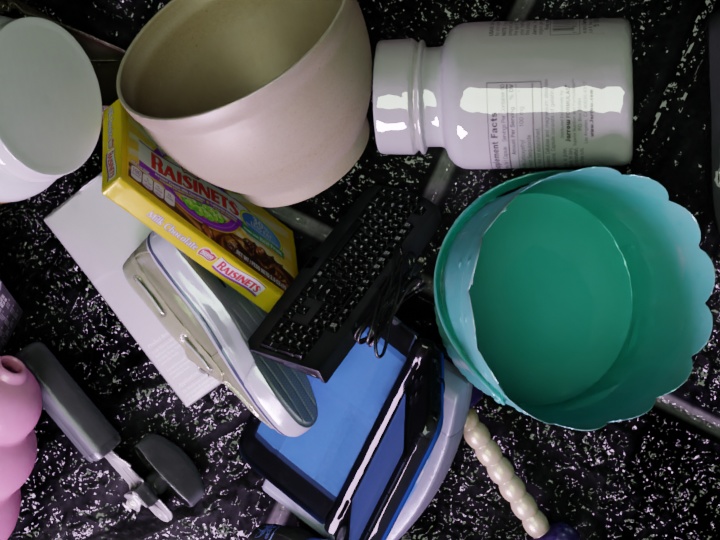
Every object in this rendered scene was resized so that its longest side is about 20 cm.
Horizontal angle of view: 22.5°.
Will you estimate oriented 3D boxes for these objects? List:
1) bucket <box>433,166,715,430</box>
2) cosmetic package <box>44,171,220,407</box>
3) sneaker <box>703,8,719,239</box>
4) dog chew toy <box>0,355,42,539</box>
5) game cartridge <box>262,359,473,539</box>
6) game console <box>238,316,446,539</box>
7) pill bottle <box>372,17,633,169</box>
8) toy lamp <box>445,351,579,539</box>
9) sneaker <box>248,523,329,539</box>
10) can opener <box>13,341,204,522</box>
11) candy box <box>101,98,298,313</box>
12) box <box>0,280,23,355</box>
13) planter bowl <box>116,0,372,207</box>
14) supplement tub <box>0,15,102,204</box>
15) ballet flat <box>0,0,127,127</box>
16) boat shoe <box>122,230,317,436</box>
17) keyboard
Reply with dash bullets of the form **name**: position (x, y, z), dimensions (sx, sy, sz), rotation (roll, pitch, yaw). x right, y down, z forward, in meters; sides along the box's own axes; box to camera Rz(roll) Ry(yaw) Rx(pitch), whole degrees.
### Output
- **bucket**: position (0.157, 0.020, 1.404), dimensions (0.205, 0.135, 0.210), rotation (1, 88, -15)
- **cosmetic package**: position (-0.156, -0.002, 1.496), dimensions (0.106, 0.090, 0.201), rotation (-33, 95, 13)
- **sneaker**: position (0.313, -0.112, 1.417), dimensions (0.082, 0.072, 0.202), rotation (-1, 104, 6)
- **dog chew toy**: position (-0.330, 0.155, 1.526), dimensions (0.124, 0.125, 0.201), rotation (30, 116, -1)
- **game cartridge**: position (0.009, 0.145, 1.505), dimensions (0.133, 0.040, 0.201), rotation (33, 117, 13)
- **game console**: position (-0.022, 0.134, 1.436), dimensions (0.117, 0.171, 0.201), rotation (21, 116, -8)
- **pill bottle**: position (0.112, -0.137, 1.412), dimensions (0.198, 0.114, 0.116), rotation (-1, 104, 7)
- **toy lamp**: position (0.112, 0.157, 1.518), dimensions (0.058, 0.058, 0.201), rotation (-34, 99, 14)
- **sneaker**: position (-0.048, 0.307, 1.575), dimensions (0.077, 0.070, 0.202), rotation (15, 123, 39)
- **can opener**: position (-0.221, 0.138, 1.563), dimensions (0.200, 0.053, 0.067), rotation (47, 70, -7)
- **candy box**: position (-0.125, -0.046, 1.429), dimensions (0.026, 0.103, 0.200), rotation (-38, 126, 21)
- **box**: position (-0.361, 0.006, 1.463), dimensions (0.157, 0.200, 0.050), rotation (27, 80, 0)
- **planter bowl**: position (-0.071, -0.136, 1.409), dimensions (0.199, 0.201, 0.135), rotation (-23, 127, 12)
- **supplement tub**: position (-0.314, -0.119, 1.421), dimensions (0.199, 0.144, 0.146), rotation (-8, 105, 37)
- **ballet flat**: position (-0.231, -0.171, 1.472), dimensions (0.199, 0.046, 0.068), rotation (29, 70, 2)
- **boat shoe**: position (-0.110, 0.052, 1.435), dimensions (0.062, 0.072, 0.201), rotation (-35, 90, 26)
- **keyboard**: position (0.000, 0.000, 1.417), dimensions (0.103, 0.201, 0.040), rotation (19, 143, 24)
